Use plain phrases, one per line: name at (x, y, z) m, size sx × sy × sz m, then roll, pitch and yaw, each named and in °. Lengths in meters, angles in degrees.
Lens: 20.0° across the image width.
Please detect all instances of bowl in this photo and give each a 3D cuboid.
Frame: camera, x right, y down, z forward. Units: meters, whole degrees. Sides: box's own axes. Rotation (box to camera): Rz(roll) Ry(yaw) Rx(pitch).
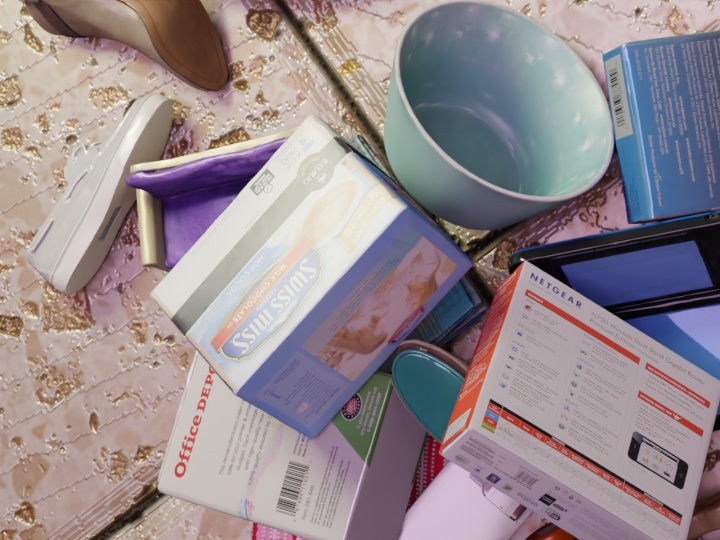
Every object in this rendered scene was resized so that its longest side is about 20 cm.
bowl at (0.098, -0.114, 1.683) m, size 0.201 × 0.200 × 0.105 m, roll 50°, pitch 140°, yaw 10°

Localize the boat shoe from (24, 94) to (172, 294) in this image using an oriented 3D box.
boat shoe at (-0.238, -0.078, 1.834) m, size 0.068 × 0.072 × 0.201 m, roll 33°, pitch 108°, yaw 14°

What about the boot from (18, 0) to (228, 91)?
boot at (-0.224, -0.230, 1.816) m, size 0.146 × 0.070 × 0.200 m, roll -6°, pitch 130°, yaw 42°

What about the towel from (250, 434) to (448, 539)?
towel at (0.002, 0.202, 1.759) m, size 0.199 × 0.022 × 0.146 m, roll 7°, pitch 92°, yaw 17°

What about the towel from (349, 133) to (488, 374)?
towel at (0.000, 0.000, 1.766) m, size 0.146 × 0.022 × 0.201 m, roll -40°, pitch 69°, yaw 12°

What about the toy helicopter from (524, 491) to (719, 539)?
toy helicopter at (0.227, 0.227, 1.663) m, size 0.199 × 0.132 × 0.079 m, roll -27°, pitch 92°, yaw 9°

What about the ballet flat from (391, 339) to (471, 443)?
ballet flat at (0.105, 0.125, 1.634) m, size 0.200 × 0.062 × 0.067 m, roll 43°, pitch 115°, yaw 0°

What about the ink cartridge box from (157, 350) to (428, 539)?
ink cartridge box at (-0.054, 0.145, 1.705) m, size 0.199 × 0.084 × 0.146 m, roll 12°, pitch 81°, yaw 33°

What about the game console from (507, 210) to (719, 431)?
game console at (0.237, 0.052, 1.670) m, size 0.199 × 0.171 × 0.119 m, roll -12°, pitch 61°, yaw 16°

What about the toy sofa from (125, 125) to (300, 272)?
toy sofa at (-0.100, -0.058, 1.757) m, size 0.199 × 0.097 × 0.083 m, roll -11°, pitch 76°, yaw 21°

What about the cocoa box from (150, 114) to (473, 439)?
cocoa box at (-0.037, 0.008, 1.615) m, size 0.200 × 0.133 × 0.131 m, roll -47°, pitch 56°, yaw 4°

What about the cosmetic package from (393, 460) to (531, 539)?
cosmetic package at (0.102, 0.185, 1.693) m, size 0.082 × 0.051 × 0.200 m, roll 39°, pitch 97°, yaw 8°

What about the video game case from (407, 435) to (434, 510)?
video game case at (0.039, 0.169, 1.772) m, size 0.180 × 0.025 × 0.200 m, roll 39°, pitch 101°, yaw 12°

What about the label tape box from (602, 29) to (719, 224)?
label tape box at (0.308, -0.123, 1.661) m, size 0.198 × 0.066 × 0.144 m, roll -9°, pitch 88°, yaw -13°

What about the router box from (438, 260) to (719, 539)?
router box at (0.178, 0.116, 1.599) m, size 0.199 × 0.180 × 0.049 m, roll 32°, pitch 139°, yaw -9°
